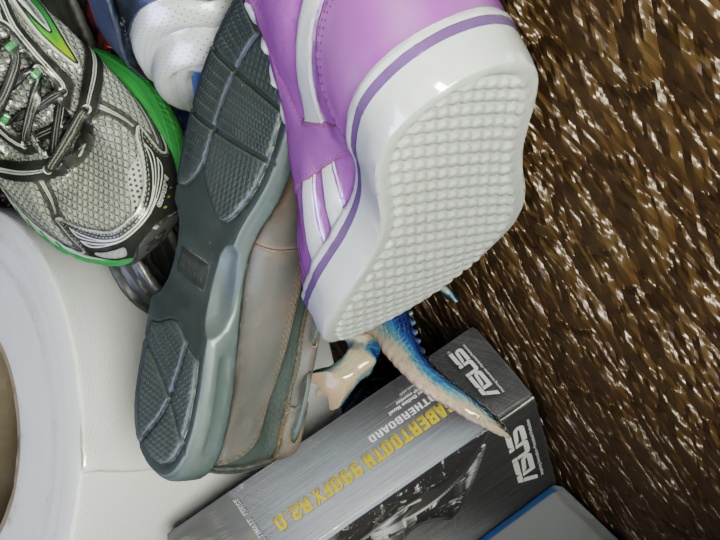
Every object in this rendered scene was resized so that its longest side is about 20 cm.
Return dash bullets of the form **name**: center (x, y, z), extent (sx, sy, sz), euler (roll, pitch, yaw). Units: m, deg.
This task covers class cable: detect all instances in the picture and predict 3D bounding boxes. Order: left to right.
- **cable**: center (-0.098, -0.077, 0.841), extent (0.097, 0.050, 0.201), euler (42, -155, -39)

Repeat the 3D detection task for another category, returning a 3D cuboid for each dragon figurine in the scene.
- **dragon figurine**: center (0.000, 0.000, 0.795), extent (0.199, 0.099, 0.059), euler (16, 142, 45)

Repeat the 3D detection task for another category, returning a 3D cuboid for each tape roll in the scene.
- **tape roll**: center (-0.122, 0.074, 0.891), extent (0.202, 0.138, 0.205), euler (-4, 85, 52)

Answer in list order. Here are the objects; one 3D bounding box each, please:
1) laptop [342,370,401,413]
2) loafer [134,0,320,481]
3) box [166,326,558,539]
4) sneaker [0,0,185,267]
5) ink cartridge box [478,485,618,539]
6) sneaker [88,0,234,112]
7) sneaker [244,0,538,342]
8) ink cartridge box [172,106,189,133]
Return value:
- **laptop**: center (-0.006, 0.115, 1.051), extent (0.177, 0.198, 0.105), euler (115, 157, -78)
- **loafer**: center (-0.032, -0.017, 0.712), extent (0.072, 0.062, 0.202), euler (43, 122, 49)
- **box**: center (0.015, 0.134, 0.858), extent (0.048, 0.158, 0.201), euler (48, 166, 35)
- **sneaker**: center (-0.147, -0.078, 0.775), extent (0.200, 0.078, 0.085), euler (44, -172, 16)
- **ink cartridge box**: center (0.081, 0.219, 0.844), extent (0.084, 0.144, 0.201), euler (41, 162, 54)
- **sneaker**: center (-0.091, -0.120, 0.795), extent (0.147, 0.080, 0.200), euler (63, 163, -12)
- **sneaker**: center (-0.001, -0.059, 0.616), extent (0.115, 0.072, 0.201), euler (57, 160, 18)
- **ink cartridge box**: center (-0.086, -0.050, 1.022), extent (0.116, 0.068, 0.201), euler (47, 167, 43)
